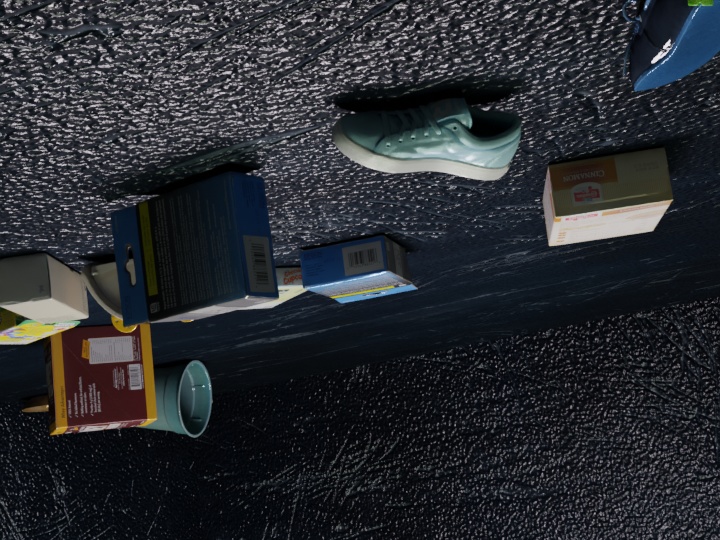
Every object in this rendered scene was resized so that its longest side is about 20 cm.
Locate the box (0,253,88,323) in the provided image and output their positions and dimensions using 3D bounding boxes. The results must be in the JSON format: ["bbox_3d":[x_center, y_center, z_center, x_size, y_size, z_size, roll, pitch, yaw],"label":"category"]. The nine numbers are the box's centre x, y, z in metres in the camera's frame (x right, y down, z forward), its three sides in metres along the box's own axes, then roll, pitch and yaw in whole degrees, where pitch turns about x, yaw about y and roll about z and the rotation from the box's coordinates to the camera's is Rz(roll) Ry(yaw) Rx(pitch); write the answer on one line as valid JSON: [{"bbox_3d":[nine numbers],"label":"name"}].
[{"bbox_3d":[-0.466,0.029,1.704,0.081,0.069,0.200,-8,169,-1],"label":"box"}]

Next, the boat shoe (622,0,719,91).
[{"bbox_3d":[0.260,-0.209,0.928,0.083,0.069,0.200,-19,167,-12],"label":"boat shoe"}]

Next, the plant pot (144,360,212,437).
[{"bbox_3d":[-0.525,0.342,3.086,0.194,0.203,0.200,-3,172,18],"label":"plant pot"}]

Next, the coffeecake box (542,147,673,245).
[{"bbox_3d":[0.329,-0.096,1.569,0.152,0.074,0.200,-8,170,5],"label":"coffeecake box"}]

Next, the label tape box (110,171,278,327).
[{"bbox_3d":[-0.197,-0.020,1.368,0.199,0.146,0.063,-14,170,35],"label":"label tape box"}]

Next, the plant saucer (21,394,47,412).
[{"bbox_3d":[-0.918,0.394,3.486,0.198,0.036,0.200,-8,170,-1],"label":"plant saucer"}]

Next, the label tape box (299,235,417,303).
[{"bbox_3d":[0.000,0.000,1.889,0.143,0.064,0.200,-11,169,15],"label":"label tape box"}]

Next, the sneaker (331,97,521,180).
[{"bbox_3d":[0.071,-0.148,1.171,0.198,0.074,0.082,2,137,-22],"label":"sneaker"}]

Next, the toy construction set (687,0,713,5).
[{"bbox_3d":[0.197,-0.216,0.756,0.198,0.093,0.131,9,-173,-34],"label":"toy construction set"}]

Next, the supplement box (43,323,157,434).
[{"bbox_3d":[-0.527,0.219,2.340,0.198,0.200,0.133,-3,169,-21],"label":"supplement box"}]

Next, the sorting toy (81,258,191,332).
[{"bbox_3d":[-0.285,0.013,1.745,0.198,0.108,0.180,-10,-171,14],"label":"sorting toy"}]

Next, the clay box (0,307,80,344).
[{"bbox_3d":[-0.583,0.089,2.009,0.114,0.048,0.199,3,164,-45],"label":"clay box"}]

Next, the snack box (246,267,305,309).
[{"bbox_3d":[-0.172,0.033,2.023,0.115,0.038,0.200,-2,169,-29],"label":"snack box"}]
